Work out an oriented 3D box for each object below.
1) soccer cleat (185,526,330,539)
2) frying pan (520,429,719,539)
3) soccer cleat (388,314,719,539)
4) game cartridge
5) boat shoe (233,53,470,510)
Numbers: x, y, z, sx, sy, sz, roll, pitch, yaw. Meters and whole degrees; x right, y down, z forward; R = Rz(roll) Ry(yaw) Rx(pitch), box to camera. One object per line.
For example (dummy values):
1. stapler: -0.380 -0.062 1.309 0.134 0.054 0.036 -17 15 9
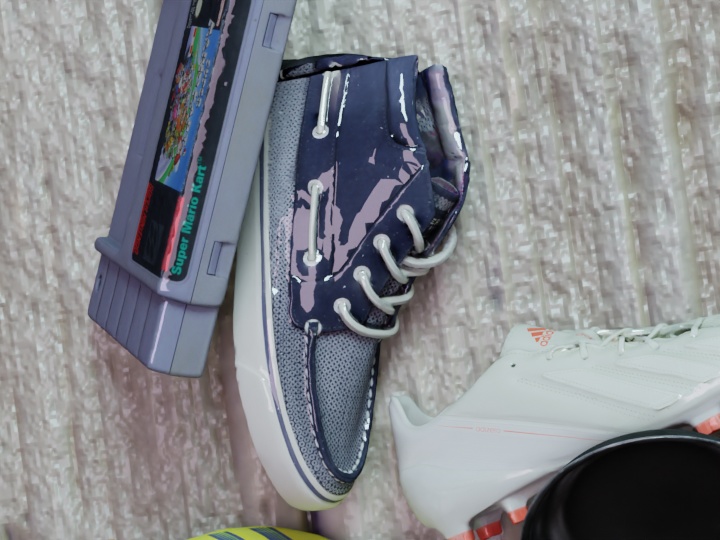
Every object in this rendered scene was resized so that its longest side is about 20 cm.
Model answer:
1. soccer cleat: -0.021 0.149 0.855 0.199 0.084 0.065 2 91 18
2. frying pan: 0.140 0.080 0.771 0.115 0.031 0.190 25 124 -15
3. soccer cleat: 0.100 0.049 0.826 0.199 0.069 0.078 -27 79 19
4. game cartridge: -0.074 -0.063 0.855 0.038 0.130 0.201 12 95 -17
5. boat shoe: 0.000 0.000 0.844 0.092 0.075 0.201 -9 84 29
